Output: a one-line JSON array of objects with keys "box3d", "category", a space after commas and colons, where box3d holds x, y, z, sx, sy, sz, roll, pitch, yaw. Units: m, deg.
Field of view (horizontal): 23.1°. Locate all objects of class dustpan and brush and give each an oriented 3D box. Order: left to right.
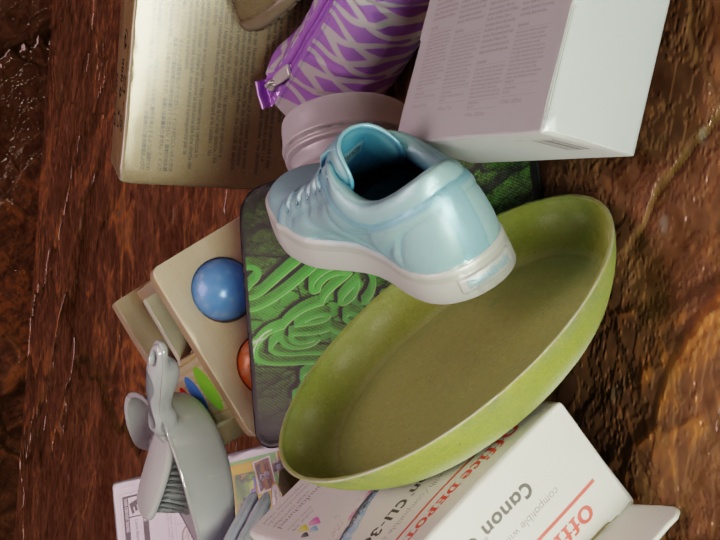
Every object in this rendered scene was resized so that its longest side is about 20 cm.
[{"box3d": [-0.121, 0.110, 1.127, 0.140, 0.057, 0.200, 56, 145, 35], "category": "dustpan and brush"}]

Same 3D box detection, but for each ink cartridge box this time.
[{"box3d": [-0.089, -0.162, 1.261, 0.075, 0.164, 0.200, -134, 49, -69], "category": "ink cartridge box"}, {"box3d": [0.044, 0.119, 0.833, 0.068, 0.116, 0.200, 53, 158, -18], "category": "ink cartridge box"}]

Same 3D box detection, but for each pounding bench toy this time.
[{"box3d": [-0.049, 0.064, 1.174, 0.200, 0.124, 0.156, 59, 159, -2], "category": "pounding bench toy"}]

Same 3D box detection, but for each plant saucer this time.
[{"box3d": [0.047, 0.040, 0.856, 0.031, 0.200, 0.200, 50, 174, -19], "category": "plant saucer"}]

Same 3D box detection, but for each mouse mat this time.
[{"box3d": [0.016, 0.002, 0.972, 0.200, 0.008, 0.161, -19, 65, 30], "category": "mouse mat"}]

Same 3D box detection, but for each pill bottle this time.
[{"box3d": [0.000, 0.000, 1.056, 0.109, 0.109, 0.200, 129, 139, -62], "category": "pill bottle"}]

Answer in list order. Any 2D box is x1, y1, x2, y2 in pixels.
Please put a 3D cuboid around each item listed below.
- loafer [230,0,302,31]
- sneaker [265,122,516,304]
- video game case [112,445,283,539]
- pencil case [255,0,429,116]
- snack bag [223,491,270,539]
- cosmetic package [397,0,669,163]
[{"box3d": [-0.028, -0.235, 1.150, 0.200, 0.067, 0.076, -43, 3, 37], "category": "loafer"}, {"box3d": [0.005, -0.046, 0.911, 0.200, 0.074, 0.082, 16, 135, 55], "category": "sneaker"}, {"box3d": [-0.096, 0.235, 1.278, 0.182, 0.022, 0.200, -17, 71, 27], "category": "video game case"}, {"box3d": [-0.005, -0.160, 1.126, 0.200, 0.085, 0.084, 128, 137, -60], "category": "pencil case"}, {"box3d": [-0.104, 0.262, 1.117, 0.189, 0.021, 0.200, 93, -157, -53], "category": "snack bag"}, {"box3d": [0.086, -0.131, 0.850, 0.200, 0.052, 0.151, -170, 92, -73], "category": "cosmetic package"}]
